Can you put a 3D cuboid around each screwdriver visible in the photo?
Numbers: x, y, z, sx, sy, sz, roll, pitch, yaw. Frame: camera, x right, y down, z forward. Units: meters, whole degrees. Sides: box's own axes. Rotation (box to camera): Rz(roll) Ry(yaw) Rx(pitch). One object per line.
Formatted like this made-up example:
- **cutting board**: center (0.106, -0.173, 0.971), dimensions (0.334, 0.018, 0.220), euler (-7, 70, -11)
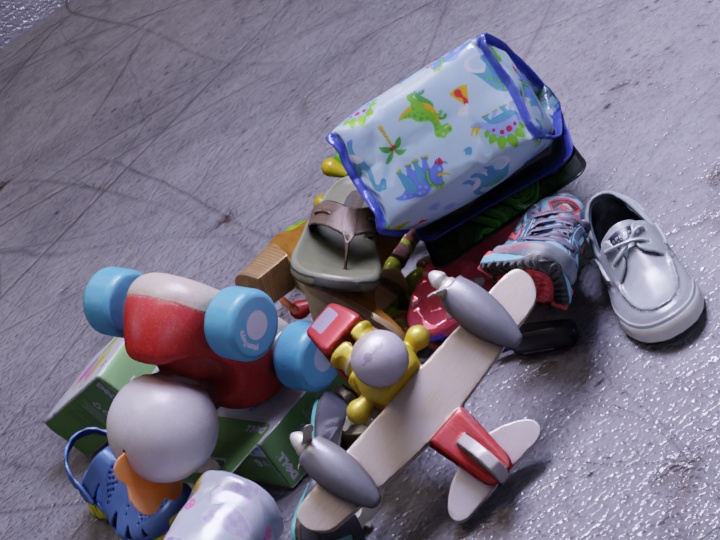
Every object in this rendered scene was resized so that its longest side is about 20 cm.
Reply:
- **screwdriver**: center (0.100, 0.069, 1.606), dimensions (0.200, 0.028, 0.029), euler (-14, 3, 34)

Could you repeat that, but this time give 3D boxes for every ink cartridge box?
- **ink cartridge box**: center (-0.228, 0.101, 1.837), dimensions (0.200, 0.059, 0.104), euler (-37, 15, 53)
- **ink cartridge box**: center (-0.077, 0.138, 1.671), dimensions (0.104, 0.059, 0.200), euler (2, 44, 52)

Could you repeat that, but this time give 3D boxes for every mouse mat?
- **mouse mat**: center (0.119, -0.082, 1.698), dimensions (0.161, 0.008, 0.200), euler (-34, 24, 7)

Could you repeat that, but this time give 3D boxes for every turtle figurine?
- **turtle figurine**: center (0.035, 0.021, 1.738), dimensions (0.200, 0.064, 0.161), euler (16, 51, 39)

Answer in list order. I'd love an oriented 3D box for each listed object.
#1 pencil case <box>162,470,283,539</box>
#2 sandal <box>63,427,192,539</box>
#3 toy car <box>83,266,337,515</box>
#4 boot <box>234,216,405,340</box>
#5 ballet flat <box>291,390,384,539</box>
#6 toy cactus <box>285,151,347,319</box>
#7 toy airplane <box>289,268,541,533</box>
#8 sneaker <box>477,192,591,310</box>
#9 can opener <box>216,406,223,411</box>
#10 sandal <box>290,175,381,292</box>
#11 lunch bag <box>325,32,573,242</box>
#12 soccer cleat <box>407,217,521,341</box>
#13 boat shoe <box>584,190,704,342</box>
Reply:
- **pencil case**: center (-0.141, 0.255, 1.510), dimensions (0.091, 0.083, 0.200), euler (10, 47, 25)
- **sandal**: center (-0.219, 0.198, 1.715), dimensions (0.079, 0.087, 0.200), euler (-44, 27, -22)
- **toy car**: center (-0.149, 0.115, 1.598), dimensions (0.184, 0.177, 0.200), euler (9, 76, 39)
- **boot**: center (0.000, 0.000, 1.672), dimensions (0.201, 0.071, 0.144), euler (23, 47, 35)
- **ballet flat**: center (-0.009, 0.165, 1.533), dimensions (0.073, 0.073, 0.200), euler (-25, 26, 21)
- **toy cactus**: center (0.002, -0.046, 1.860), dimensions (0.165, 0.102, 0.200), euler (-20, 35, 36)
- **toy airplane**: center (0.040, 0.098, 1.441), dimensions (0.199, 0.141, 0.200), euler (-10, 58, 21)
- **sneaker**: center (0.149, -0.024, 1.550), dimensions (0.200, 0.079, 0.096), euler (54, -120, -89)
- **can opener**: center (-0.130, 0.099, 1.799), dimensions (0.200, 0.053, 0.067), euler (-94, 26, -62)
- **sandal**: center (-0.016, -0.041, 1.634), dimensions (0.080, 0.057, 0.201), euler (6, 32, 3)
- **lunch bag**: center (0.087, -0.112, 1.641), dimensions (0.170, 0.128, 0.200), euler (-30, -5, 14)
- **soccer cleat**: center (0.108, 0.000, 1.681), dimensions (0.067, 0.077, 0.200), euler (16, 54, 27)
- **boat shoe**: center (0.223, -0.008, 1.539), dimensions (0.070, 0.072, 0.201), euler (-32, 24, 7)
